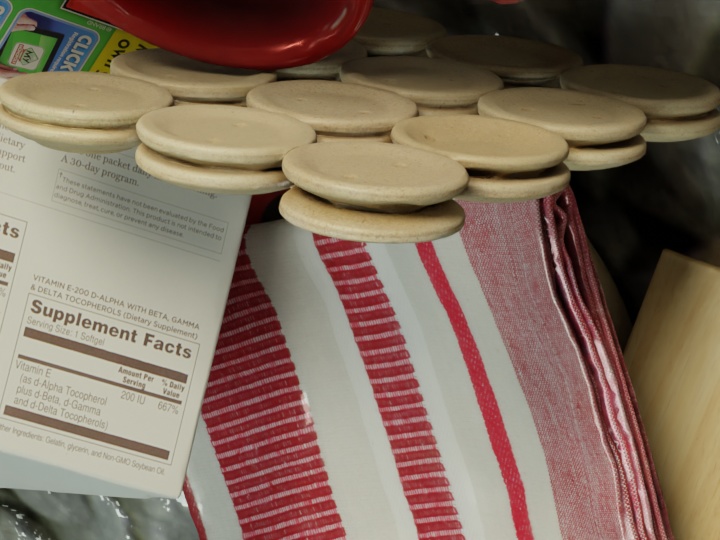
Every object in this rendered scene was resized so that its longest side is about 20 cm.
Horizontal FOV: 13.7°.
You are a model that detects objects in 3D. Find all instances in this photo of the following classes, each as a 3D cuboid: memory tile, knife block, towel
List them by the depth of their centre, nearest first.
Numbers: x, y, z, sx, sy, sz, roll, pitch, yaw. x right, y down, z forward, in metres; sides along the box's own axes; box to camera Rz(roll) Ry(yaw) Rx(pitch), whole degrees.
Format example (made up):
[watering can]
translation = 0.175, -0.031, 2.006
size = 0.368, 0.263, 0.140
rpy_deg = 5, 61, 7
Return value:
[memory tile]
translation = 0.005, -0.046, 0.873
size = 0.153, 0.200, 0.017
rpy_deg = 15, 109, 31
[towel]
translation = 0.006, 0.050, 0.947
size = 0.199, 0.023, 0.145
rpy_deg = -9, 101, 45
[knife block]
translation = 0.087, 0.120, 0.953
size = 0.064, 0.176, 0.201
rpy_deg = 20, 134, 26

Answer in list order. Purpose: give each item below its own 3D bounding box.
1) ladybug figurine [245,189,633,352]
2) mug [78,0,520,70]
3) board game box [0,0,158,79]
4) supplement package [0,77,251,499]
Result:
[ladybug figurine]
translation = 0.000, 0.000, 1.007
size = 0.200, 0.072, 0.136
rpy_deg = 37, 140, 11
[mug]
translation = -0.045, -0.134, 0.795
size = 0.199, 0.133, 0.178
rpy_deg = 10, 106, -17
[board game box]
translation = -0.091, -0.134, 0.905
size = 0.134, 0.029, 0.200
rpy_deg = 19, 127, -26
[supplement package]
translation = -0.161, -0.007, 0.932
size = 0.199, 0.111, 0.156
rpy_deg = 18, 170, -26
